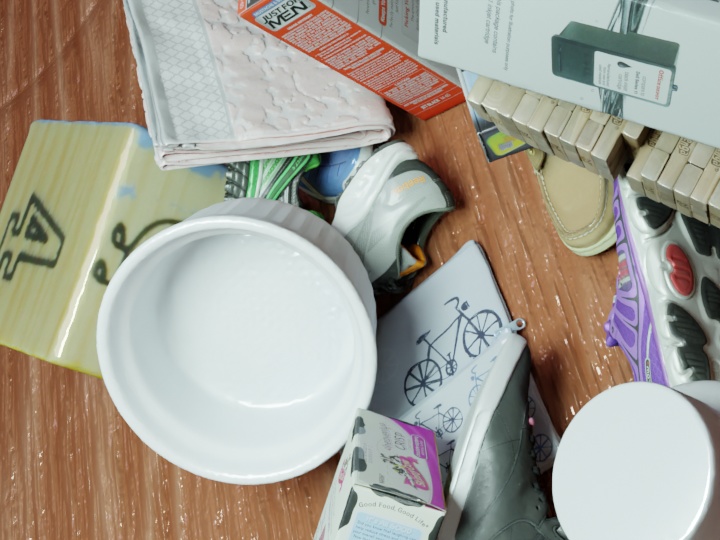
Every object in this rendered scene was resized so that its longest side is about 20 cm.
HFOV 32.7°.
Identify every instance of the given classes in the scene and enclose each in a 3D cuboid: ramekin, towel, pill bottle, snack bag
[{"bbox_3d":[-0.081,0.044,0.893,0.201,0.200,0.098,-48,7,20],"label":"ramekin"},{"bbox_3d":[-0.087,-0.171,0.994,0.032,0.190,0.201,102,155,-51],"label":"towel"},{"bbox_3d":[0.184,0.117,0.589,0.111,0.199,0.112,-22,57,39],"label":"pill bottle"},{"bbox_3d":[0.048,0.096,0.886,0.188,0.021,0.201,-40,47,28],"label":"snack bag"}]

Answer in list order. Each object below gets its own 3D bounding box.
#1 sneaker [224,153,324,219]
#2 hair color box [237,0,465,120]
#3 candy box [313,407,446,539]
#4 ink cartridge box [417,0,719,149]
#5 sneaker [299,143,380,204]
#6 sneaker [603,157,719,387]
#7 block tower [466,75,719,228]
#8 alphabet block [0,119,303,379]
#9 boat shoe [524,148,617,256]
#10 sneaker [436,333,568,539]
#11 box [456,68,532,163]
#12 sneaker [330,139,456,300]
[{"bbox_3d":[-0.071,-0.014,0.983,0.078,0.085,0.201,-131,46,-84],"label":"sneaker"},{"bbox_3d":[0.003,-0.208,0.939,0.064,0.199,0.112,-21,57,40],"label":"hair color box"},{"bbox_3d":[-0.006,0.207,0.786,0.136,0.061,0.201,-87,14,-77],"label":"candy box"},{"bbox_3d":[0.149,-0.161,0.669,0.199,0.083,0.147,20,54,16],"label":"ink cartridge box"},{"bbox_3d":[-0.060,-0.114,1.058,0.200,0.077,0.076,27,91,47],"label":"sneaker"},{"bbox_3d":[0.176,0.005,0.752,0.083,0.080,0.201,-44,36,49],"label":"sneaker"},{"bbox_3d":[0.164,-0.075,0.699,0.199,0.054,0.058,29,90,20],"label":"block tower"},{"bbox_3d":[-0.201,-0.004,1.073,0.196,0.195,0.201,8,79,51],"label":"alphabet block"},{"bbox_3d":[0.136,-0.105,0.848,0.074,0.066,0.201,-31,52,35],"label":"boat shoe"},{"bbox_3d":[0.103,0.142,0.762,0.071,0.099,0.201,97,-169,-67],"label":"sneaker"},{"bbox_3d":[0.161,-0.153,0.802,0.199,0.035,0.111,-19,56,9],"label":"box"},{"bbox_3d":[0.000,0.000,0.947,0.079,0.074,0.201,40,113,20],"label":"sneaker"}]
